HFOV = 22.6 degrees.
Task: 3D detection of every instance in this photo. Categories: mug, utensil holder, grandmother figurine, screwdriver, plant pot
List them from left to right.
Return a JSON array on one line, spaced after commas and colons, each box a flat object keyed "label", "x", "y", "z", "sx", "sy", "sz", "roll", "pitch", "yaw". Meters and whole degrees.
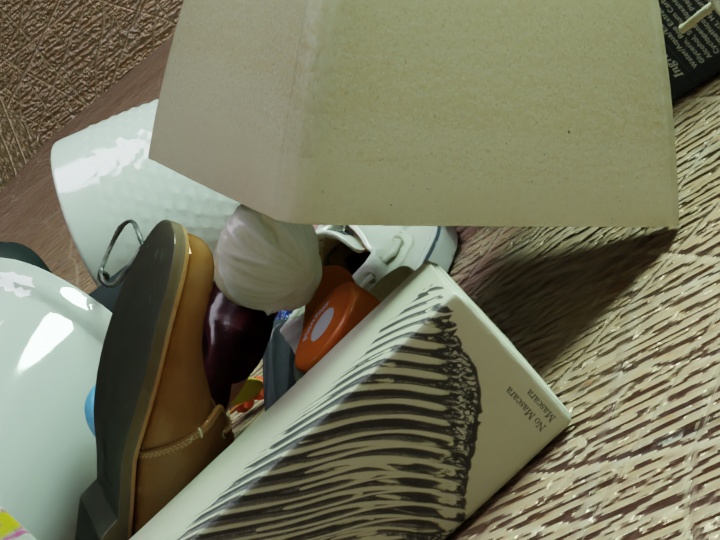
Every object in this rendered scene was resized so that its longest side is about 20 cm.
[{"label": "utensil holder", "x": -0.235, "y": 0.122, "z": 1.124, "sx": 0.169, "sy": 0.170, "sz": 0.201, "roll": -24, "pitch": 26, "yaw": 53}, {"label": "mug", "x": -0.124, "y": -0.061, "z": 1.420, "sx": 0.174, "sy": 0.149, "sz": 0.200, "roll": -22, "pitch": -14, "yaw": 6}, {"label": "grandmother figurine", "x": -0.068, "y": 0.036, "z": 0.889, "sx": 0.201, "sy": 0.060, "sz": 0.122, "roll": 117, "pitch": 164, "yaw": -49}, {"label": "screwdriver", "x": -0.045, "y": -0.008, "z": 1.029, "sx": 0.028, "sy": 0.029, "sz": 0.202, "roll": 135, "pitch": 133, "yaw": -64}, {"label": "plant pot", "x": 0.025, "y": -0.125, "z": 0.848, "sx": 0.198, "sy": 0.179, "sz": 0.199, "roll": -1, "pitch": 12, "yaw": -24}]

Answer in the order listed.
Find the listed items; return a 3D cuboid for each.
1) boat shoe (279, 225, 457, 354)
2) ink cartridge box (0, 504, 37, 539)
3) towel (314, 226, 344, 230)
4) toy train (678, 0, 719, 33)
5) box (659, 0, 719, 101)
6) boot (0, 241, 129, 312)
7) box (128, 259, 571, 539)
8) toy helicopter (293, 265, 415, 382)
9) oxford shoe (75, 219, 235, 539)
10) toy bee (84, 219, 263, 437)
[{"label": "boat shoe", "x": 0.000, "y": 0.000, "z": 1.015, "sx": 0.071, "sy": 0.070, "sz": 0.200, "roll": -34, "pitch": 15, "yaw": 30}, {"label": "ink cartridge box", "x": -0.234, "y": 0.176, "z": 0.892, "sx": 0.125, "sy": 0.200, "sz": 0.129, "roll": -25, "pitch": 23, "yaw": 51}, {"label": "towel", "x": -0.021, "y": -0.034, "z": 1.209, "sx": 0.144, "sy": 0.023, "sz": 0.200, "roll": -53, "pitch": 7, "yaw": -29}, {"label": "toy train", "x": 0.210, "y": -0.110, "z": 0.759, "sx": 0.199, "sy": 0.084, "sz": 0.117, "roll": -31, "pitch": 32, "yaw": 40}, {"label": "box", "x": 0.188, "y": -0.202, "z": 0.990, "sx": 0.199, "sy": 0.117, "sz": 0.197, "roll": -34, "pitch": 17, "yaw": 37}, {"label": "boot", "x": -0.194, "y": 0.032, "z": 1.296, "sx": 0.168, "sy": 0.076, "sz": 0.202, "roll": -36, "pitch": 60, "yaw": 30}, {"label": "box", "x": -0.013, "y": 0.095, "z": 0.763, "sx": 0.200, "sy": 0.082, "sz": 0.068, "roll": -45, "pitch": 15, "yaw": 2}, {"label": "toy helicopter", "x": -0.029, "y": 0.080, "z": 0.875, "sx": 0.201, "sy": 0.078, "sz": 0.132, "roll": -53, "pitch": 18, "yaw": 14}, {"label": "oxford shoe", "x": -0.083, "y": 0.072, "z": 0.812, "sx": 0.071, "sy": 0.070, "sz": 0.202, "roll": -124, "pitch": 41, "yaw": -61}, {"label": "toy bee", "x": -0.097, "y": 0.075, "z": 1.052, "sx": 0.130, "sy": 0.108, "sz": 0.202, "roll": -15, "pitch": 57, "yaw": 52}]
